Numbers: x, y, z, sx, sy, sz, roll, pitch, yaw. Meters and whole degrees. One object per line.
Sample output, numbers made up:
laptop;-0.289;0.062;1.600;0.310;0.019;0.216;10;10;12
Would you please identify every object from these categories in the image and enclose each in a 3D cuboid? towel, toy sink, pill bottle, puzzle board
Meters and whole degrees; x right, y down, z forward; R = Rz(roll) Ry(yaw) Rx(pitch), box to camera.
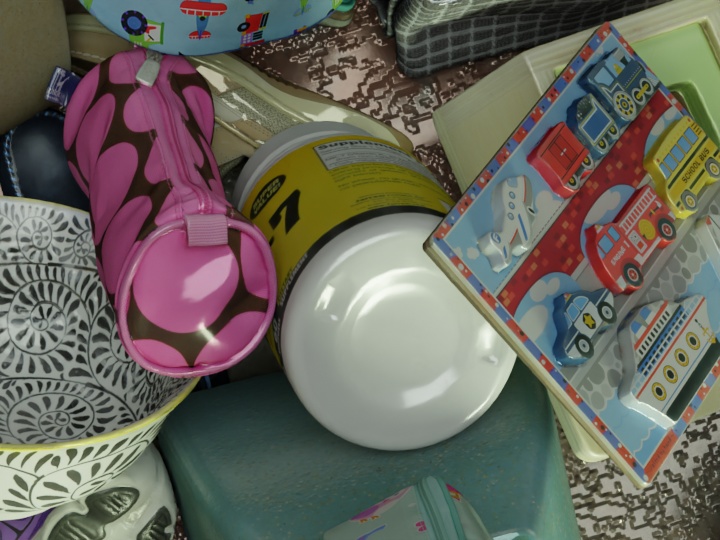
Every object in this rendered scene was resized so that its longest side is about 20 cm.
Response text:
towel;0.102;-0.164;1.533;0.199;0.166;0.086;-13;88;-5
toy sink;0.148;-0.023;1.524;0.130;0.112;0.201;-19;85;-30
pill bottle;0.000;0.000;1.454;0.114;0.200;0.115;-4;109;-12
puzzle board;0.125;-0.013;1.406;0.151;0.017;0.200;47;45;-8

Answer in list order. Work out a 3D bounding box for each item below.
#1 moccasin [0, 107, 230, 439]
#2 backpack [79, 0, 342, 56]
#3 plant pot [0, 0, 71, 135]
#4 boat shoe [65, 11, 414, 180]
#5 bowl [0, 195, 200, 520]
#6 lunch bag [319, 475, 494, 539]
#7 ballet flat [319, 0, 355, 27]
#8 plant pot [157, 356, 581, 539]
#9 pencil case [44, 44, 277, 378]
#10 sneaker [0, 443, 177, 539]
moccasin;-0.120;0.000;1.550;0.080;0.068;0.200;-35;87;-6
backpack;-0.078;-0.214;1.465;0.182;0.135;0.201;-15;73;-29
plant pot;-0.254;-0.116;1.512;0.199;0.187;0.188;-13;85;-15
boat shoe;-0.073;-0.076;1.562;0.199;0.072;0.065;23;83;-7
bowl;-0.175;0.058;1.453;0.200;0.201;0.095;8;125;-2
lunch bag;0.061;0.196;1.277;0.077;0.160;0.201;-31;106;1
ballet flat;-0.094;-0.181;1.577;0.200;0.067;0.064;38;120;-12
plant pot;0.024;0.157;1.449;0.195;0.200;0.197;-15;105;-5
pencil case;-0.093;-0.035;1.429;0.090;0.200;0.094;11;116;-22
sneaker;-0.172;0.157;1.531;0.200;0.084;0.081;-40;121;10
